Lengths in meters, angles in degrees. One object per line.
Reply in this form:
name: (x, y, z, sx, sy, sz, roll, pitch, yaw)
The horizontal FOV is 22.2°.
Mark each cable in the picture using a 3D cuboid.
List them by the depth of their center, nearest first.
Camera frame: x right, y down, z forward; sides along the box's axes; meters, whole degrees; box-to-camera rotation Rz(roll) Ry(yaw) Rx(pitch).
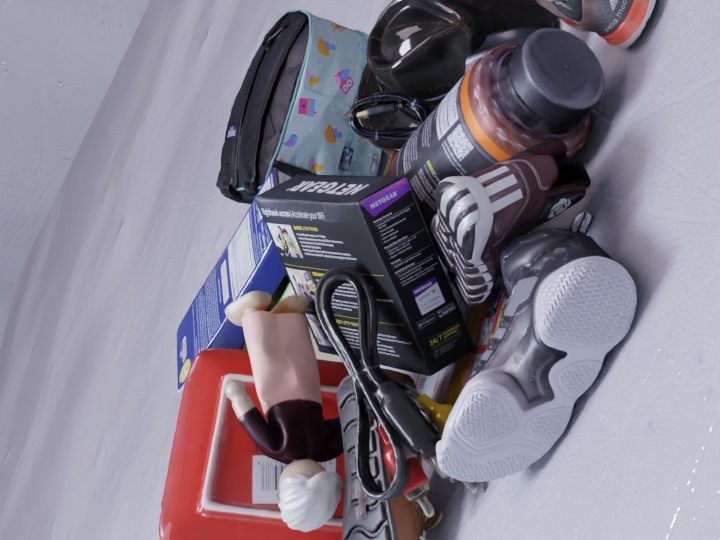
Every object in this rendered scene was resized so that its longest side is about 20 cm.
cable: (0.016, 0.095, 1.382, 0.097, 0.050, 0.200, -39, 65, 10)

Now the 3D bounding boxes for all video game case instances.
video game case: (0.094, 0.057, 1.434, 0.200, 0.017, 0.144, -13, 58, 70)

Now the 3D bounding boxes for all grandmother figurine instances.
grandmother figurine: (-0.052, 0.115, 1.469, 0.061, 0.121, 0.201, 118, 148, -51)

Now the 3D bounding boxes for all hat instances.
hat: (0.065, -0.192, 1.553, 0.200, 0.081, 0.202, -19, 51, 26)

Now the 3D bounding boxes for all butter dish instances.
butter dish: (-0.059, 0.186, 1.542, 0.148, 0.199, 0.200, 95, -178, -54)

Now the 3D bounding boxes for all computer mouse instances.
computer mouse: (0.080, -0.149, 1.491, 0.199, 0.059, 0.034, -20, 11, 19)

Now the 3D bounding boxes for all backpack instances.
backpack: (-0.052, -0.163, 1.895, 0.176, 0.152, 0.201, 178, 101, -69)

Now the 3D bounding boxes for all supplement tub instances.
supplement tub: (0.108, -0.104, 1.419, 0.200, 0.106, 0.107, -46, 29, 52)

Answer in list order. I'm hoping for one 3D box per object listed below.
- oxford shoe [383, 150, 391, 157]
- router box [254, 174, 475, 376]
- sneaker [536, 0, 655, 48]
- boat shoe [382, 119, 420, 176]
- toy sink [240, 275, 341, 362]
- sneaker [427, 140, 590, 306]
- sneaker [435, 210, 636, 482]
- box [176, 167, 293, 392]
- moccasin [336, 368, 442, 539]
oxford shoe: (0.078, -0.181, 1.635, 0.201, 0.084, 0.073, -64, 14, 12)
router box: (0.000, 0.000, 1.472, 0.051, 0.150, 0.200, -29, 16, -22)
sneaker: (0.164, -0.231, 1.425, 0.077, 0.081, 0.200, -67, 18, 10)
boat shoe: (0.062, -0.074, 1.583, 0.072, 0.065, 0.201, 27, 80, 46)
toy sink: (-0.048, 0.045, 1.723, 0.131, 0.111, 0.200, -92, 27, -52)
sneaker: (0.116, -0.038, 1.361, 0.076, 0.115, 0.200, 63, 174, 10)
sneaker: (0.117, 0.051, 1.281, 0.200, 0.075, 0.114, -55, 21, 25)
box: (-0.114, 0.014, 1.715, 0.200, 0.032, 0.121, -56, 21, 22)
moccasin: (0.025, 0.178, 1.415, 0.074, 0.077, 0.203, -28, 63, 47)
